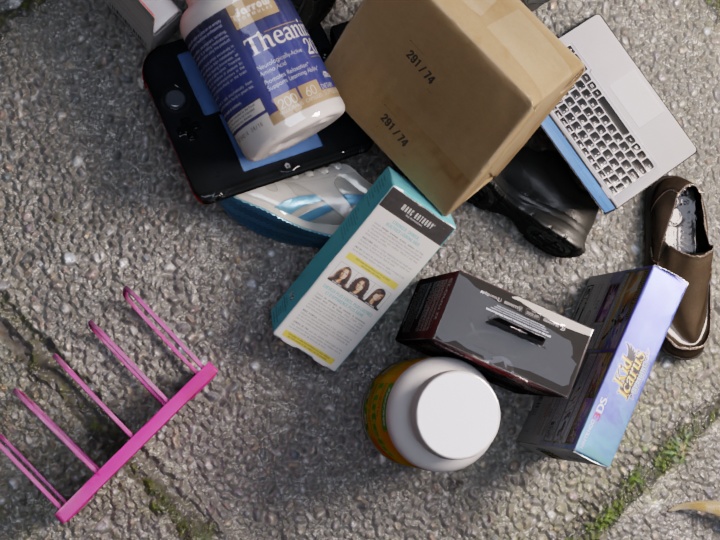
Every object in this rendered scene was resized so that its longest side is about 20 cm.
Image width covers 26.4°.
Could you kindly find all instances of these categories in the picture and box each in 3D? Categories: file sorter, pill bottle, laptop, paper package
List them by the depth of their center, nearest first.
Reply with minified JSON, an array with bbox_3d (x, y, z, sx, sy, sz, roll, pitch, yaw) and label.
[{"bbox_3d":[-0.106,-0.217,1.478,0.110,0.111,0.201,-28,90,-11],"label":"pill bottle"},{"bbox_3d":[0.081,-0.191,1.478,0.200,0.191,0.103,45,46,7],"label":"paper package"},{"bbox_3d":[-0.254,0.127,1.486,0.200,0.139,0.125,-45,91,-11],"label":"file sorter"},{"bbox_3d":[0.072,0.141,1.513,0.110,0.200,0.112,1,85,-11],"label":"pill bottle"},{"bbox_3d":[0.249,-0.167,1.589,0.199,0.116,0.188,-33,86,-20],"label":"laptop"}]

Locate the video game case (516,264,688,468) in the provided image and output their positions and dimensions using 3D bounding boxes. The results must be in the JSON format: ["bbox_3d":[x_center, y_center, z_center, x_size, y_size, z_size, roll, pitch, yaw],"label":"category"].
[{"bbox_3d":[0.243,0.098,1.558,0.045,0.181,0.201,26,82,-8],"label":"video game case"}]

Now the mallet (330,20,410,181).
[{"bbox_3d":[0.033,-0.174,1.594,0.065,0.041,0.201,-22,79,-10],"label":"mallet"}]

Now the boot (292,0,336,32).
[{"bbox_3d":[-0.101,-0.341,1.520,0.200,0.182,0.073,47,59,3],"label":"boot"}]

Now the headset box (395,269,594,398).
[{"bbox_3d":[0.132,0.065,1.530,0.148,0.200,0.078,23,82,-7],"label":"headset box"}]

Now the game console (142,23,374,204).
[{"bbox_3d":[-0.106,-0.171,1.553,0.199,0.031,0.178,-20,69,-18],"label":"game console"}]

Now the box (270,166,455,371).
[{"bbox_3d":[0.000,0.000,1.534,0.082,0.049,0.200,33,109,-22],"label":"box"}]

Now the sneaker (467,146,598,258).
[{"bbox_3d":[0.167,-0.098,1.623,0.199,0.076,0.091,35,71,-13],"label":"sneaker"}]

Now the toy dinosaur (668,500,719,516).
[{"bbox_3d":[0.442,0.262,1.647,0.199,0.058,0.102,24,83,-8],"label":"toy dinosaur"}]

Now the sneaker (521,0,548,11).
[{"bbox_3d":[0.143,-0.281,1.592,0.076,0.091,0.200,53,40,-8],"label":"sneaker"}]

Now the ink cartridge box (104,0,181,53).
[{"bbox_3d":[-0.254,-0.315,1.498,0.044,0.174,0.200,-42,94,-10],"label":"ink cartridge box"}]

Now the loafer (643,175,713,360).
[{"bbox_3d":[0.341,-0.005,1.640,0.072,0.071,0.202,-5,87,-11],"label":"loafer"}]

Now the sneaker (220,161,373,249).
[{"bbox_3d":[-0.049,-0.071,1.576,0.199,0.076,0.081,13,75,-16],"label":"sneaker"}]
